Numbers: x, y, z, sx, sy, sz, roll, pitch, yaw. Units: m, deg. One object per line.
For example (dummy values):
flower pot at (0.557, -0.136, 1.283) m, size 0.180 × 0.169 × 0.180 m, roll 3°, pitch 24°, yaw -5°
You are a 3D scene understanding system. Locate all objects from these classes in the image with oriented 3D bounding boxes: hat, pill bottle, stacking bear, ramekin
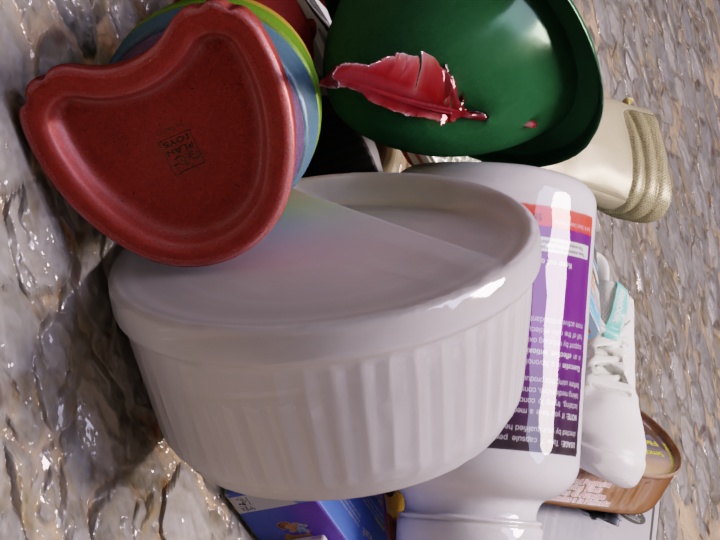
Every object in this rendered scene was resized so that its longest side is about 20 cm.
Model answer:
hat at (0.007, -0.072, 1.119) m, size 0.176 × 0.165 × 0.201 m, roll -54°, pitch 132°, yaw -32°
pill bottle at (0.063, 0.048, 1.189) m, size 0.112 × 0.112 × 0.202 m, roll 18°, pitch 75°, yaw -66°
stacking bear at (-0.069, -0.088, 1.091) m, size 0.114 × 0.121 × 0.200 m, roll 63°, pitch 16°, yaw -17°
ramekin at (-0.012, 0.030, 1.060) m, size 0.202 × 0.201 × 0.095 m, roll -55°, pitch 141°, yaw -62°

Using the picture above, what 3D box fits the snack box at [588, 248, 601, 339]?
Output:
snack box at (0.083, 0.015, 1.347) m, size 0.200 × 0.115 × 0.037 m, roll -69°, pitch 138°, yaw -75°

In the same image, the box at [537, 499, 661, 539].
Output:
box at (0.114, 0.187, 1.369) m, size 0.200 × 0.116 × 0.060 m, roll -71°, pitch -173°, yaw -63°

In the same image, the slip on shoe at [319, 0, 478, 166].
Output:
slip on shoe at (0.005, -0.133, 1.289) m, size 0.074 × 0.061 × 0.201 m, roll -30°, pitch 86°, yaw -43°

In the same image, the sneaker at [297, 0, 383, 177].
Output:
sneaker at (-0.027, -0.091, 1.237) m, size 0.089 × 0.074 × 0.201 m, roll -50°, pitch 123°, yaw -67°

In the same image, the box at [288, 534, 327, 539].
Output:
box at (0.002, 0.212, 1.200) m, size 0.200 × 0.041 × 0.039 m, roll 57°, pitch 29°, yaw -42°

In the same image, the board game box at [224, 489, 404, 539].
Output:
board game box at (-0.004, 0.118, 1.227) m, size 0.200 × 0.044 × 0.135 m, roll 58°, pitch 29°, yaw -42°

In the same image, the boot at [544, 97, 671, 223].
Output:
boot at (0.101, -0.108, 1.428) m, size 0.155 × 0.073 × 0.200 m, roll 11°, pitch 31°, yaw -32°

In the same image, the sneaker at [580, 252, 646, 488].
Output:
sneaker at (0.140, 0.052, 1.375) m, size 0.075 × 0.089 × 0.200 m, roll 23°, pitch 22°, yaw -17°

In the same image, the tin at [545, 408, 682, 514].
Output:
tin at (0.112, 0.102, 1.397) m, size 0.199 × 0.042 × 0.112 m, roll 12°, pitch 22°, yaw -36°

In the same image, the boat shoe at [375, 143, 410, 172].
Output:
boat shoe at (0.008, -0.120, 1.361) m, size 0.065 × 0.071 × 0.201 m, roll 55°, pitch 40°, yaw -54°
